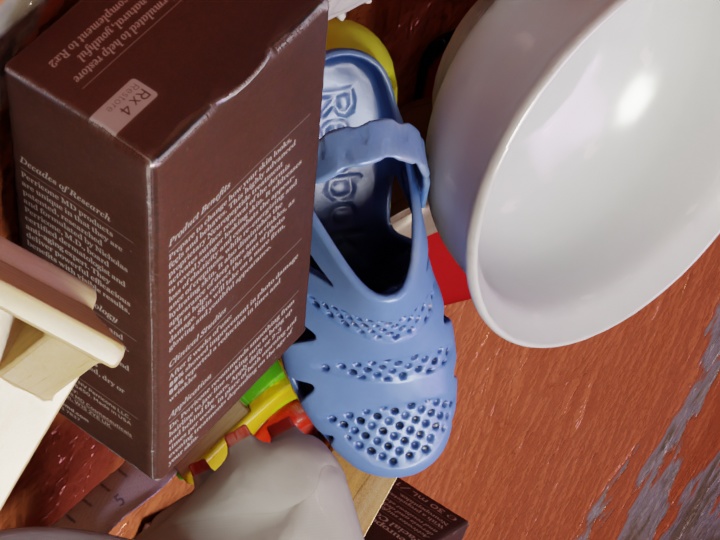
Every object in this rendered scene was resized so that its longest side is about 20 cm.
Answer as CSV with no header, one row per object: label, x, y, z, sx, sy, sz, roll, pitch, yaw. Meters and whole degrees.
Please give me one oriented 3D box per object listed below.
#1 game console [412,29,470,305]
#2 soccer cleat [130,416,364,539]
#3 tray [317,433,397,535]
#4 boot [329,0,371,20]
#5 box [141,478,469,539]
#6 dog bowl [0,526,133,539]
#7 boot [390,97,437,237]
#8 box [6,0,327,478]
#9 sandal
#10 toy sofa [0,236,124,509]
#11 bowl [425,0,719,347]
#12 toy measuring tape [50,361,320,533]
game console,0.080,-0.096,1.310,0.171,0.119,0.201,-14,142,-19
soccer cleat,-0.074,0.138,1.049,0.069,0.078,0.200,-9,154,-49
tray,-0.011,0.081,1.208,0.099,0.037,0.200,-61,-174,10
boot,0.001,-0.138,0.990,0.096,0.074,0.200,-48,157,3
box,-0.036,0.158,1.291,0.200,0.100,0.075,-24,142,-60
dog bowl,-0.092,0.168,0.923,0.200,0.199,0.059,-21,139,-60
boot,0.080,-0.033,1.208,0.200,0.070,0.146,-39,131,-3
box,-0.073,-0.022,0.936,0.100,0.075,0.200,-45,159,-31
sandal,0.000,0.000,1.042,0.079,0.087,0.201,-17,112,-9
toy sofa,-0.171,0.077,0.852,0.201,0.083,0.098,-59,-155,4
bowl,0.095,-0.073,1.082,0.201,0.090,0.202,-31,143,-26
toy measuring tape,-0.080,0.087,1.133,0.200,0.074,0.074,-43,158,-12
